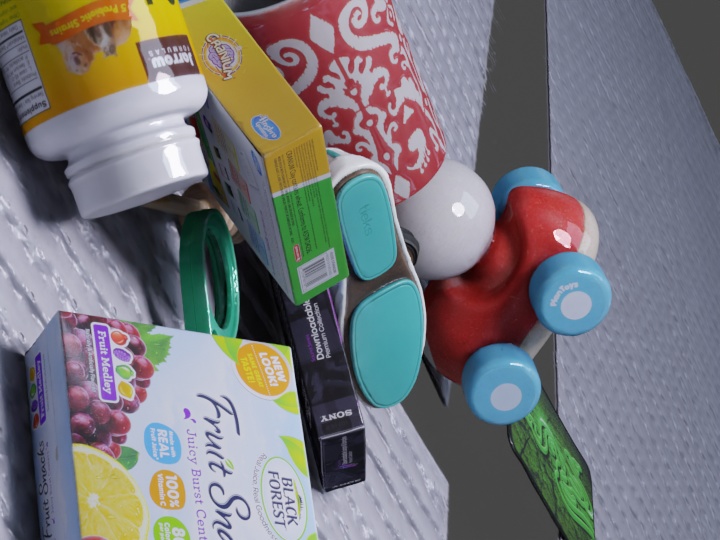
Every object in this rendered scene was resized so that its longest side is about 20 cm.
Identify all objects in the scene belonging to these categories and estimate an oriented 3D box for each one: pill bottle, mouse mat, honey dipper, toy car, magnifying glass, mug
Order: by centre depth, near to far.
[{"bbox_3d":[-0.155,-0.136,1.505,0.201,0.109,0.109,71,17,2],"label":"pill bottle"},{"bbox_3d":[-0.092,0.053,1.599,0.080,0.022,0.201,65,22,-56],"label":"magnifying glass"},{"bbox_3d":[-0.123,-0.044,1.639,0.200,0.038,0.038,13,59,-66],"label":"honey dipper"},{"bbox_3d":[-0.019,-0.162,1.936,0.178,0.133,0.200,-85,154,-51],"label":"mug"},{"bbox_3d":[0.067,-0.014,2.067,0.199,0.177,0.185,29,20,-22],"label":"toy car"},{"bbox_3d":[0.172,0.168,2.369,0.161,0.007,0.200,-88,153,-52],"label":"mouse mat"}]

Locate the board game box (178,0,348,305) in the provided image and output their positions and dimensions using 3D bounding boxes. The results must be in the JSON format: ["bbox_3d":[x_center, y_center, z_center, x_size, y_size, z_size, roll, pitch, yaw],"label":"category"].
[{"bbox_3d":[-0.082,-0.097,1.602,0.200,0.040,0.153,53,-15,32],"label":"board game box"}]

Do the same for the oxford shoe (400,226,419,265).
[{"bbox_3d":[-0.007,0.001,1.920,0.200,0.072,0.085,17,79,-73],"label":"oxford shoe"}]

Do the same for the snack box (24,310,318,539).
[{"bbox_3d":[-0.095,0.126,1.377,0.142,0.053,0.201,11,54,-30],"label":"snack box"}]

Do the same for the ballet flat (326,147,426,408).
[{"bbox_3d":[0.000,0.000,1.778,0.070,0.069,0.201,-87,169,-53],"label":"ballet flat"}]

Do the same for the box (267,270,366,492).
[{"bbox_3d":[-0.034,0.033,1.743,0.143,0.036,0.201,88,-11,-73],"label":"box"}]
